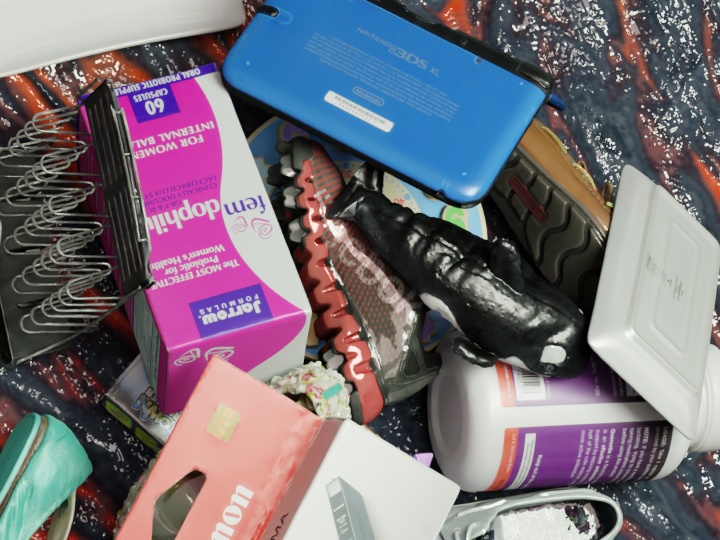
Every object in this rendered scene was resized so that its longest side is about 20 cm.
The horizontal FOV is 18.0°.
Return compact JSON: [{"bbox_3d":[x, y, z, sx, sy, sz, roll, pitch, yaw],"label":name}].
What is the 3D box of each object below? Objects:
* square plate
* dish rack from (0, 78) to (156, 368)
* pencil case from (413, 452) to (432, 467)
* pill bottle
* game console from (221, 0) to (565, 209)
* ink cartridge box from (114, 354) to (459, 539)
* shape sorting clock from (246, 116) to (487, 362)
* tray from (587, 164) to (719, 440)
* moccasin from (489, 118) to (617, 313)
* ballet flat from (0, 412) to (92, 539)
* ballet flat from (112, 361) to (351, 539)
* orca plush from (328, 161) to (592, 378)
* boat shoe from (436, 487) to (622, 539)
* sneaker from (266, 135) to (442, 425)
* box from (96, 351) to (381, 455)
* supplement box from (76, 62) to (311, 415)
[{"bbox_3d":[-0.201,-0.243,1.606,0.199,0.028,0.199,-14,81,-19],"label":"square plate"},{"bbox_3d":[-0.193,-0.032,1.471,0.054,0.200,0.154,-9,80,-29],"label":"dish rack"},{"bbox_3d":[0.007,0.221,1.493,0.084,0.085,0.201,-1,88,-55],"label":"pencil case"},{"bbox_3d":[0.153,0.093,1.585,0.199,0.112,0.113,-1,77,-17],"label":"pill bottle"},{"bbox_3d":[0.026,-0.124,1.564,0.200,0.118,0.171,27,64,11],"label":"game console"},{"bbox_3d":[-0.058,0.179,1.406,0.176,0.045,0.200,31,77,-18],"label":"ink cartridge box"},{"bbox_3d":[-0.005,-0.027,1.606,0.199,0.039,0.201,4,76,-16],"label":"shape sorting clock"},{"bbox_3d":[0.210,0.015,1.558,0.107,0.022,0.200,41,37,-19],"label":"tray"},{"bbox_3d":[0.141,-0.048,1.624,0.078,0.074,0.201,-16,55,-45],"label":"moccasin"},{"bbox_3d":[-0.236,0.189,1.474,0.070,0.067,0.200,39,71,-20],"label":"ballet flat"},{"bbox_3d":[-0.092,0.130,1.485,0.200,0.064,0.076,-42,85,9],"label":"ballet flat"},{"bbox_3d":[0.081,-0.011,1.498,0.200,0.071,0.105,47,45,7],"label":"orca plush"},{"bbox_3d":[0.086,0.188,1.562,0.200,0.072,0.070,-14,82,-16],"label":"boat shoe"},{"bbox_3d":[0.000,0.000,1.544,0.098,0.071,0.201,-17,85,-14],"label":"sneaker"},{"bbox_3d":[-0.069,0.115,1.555,0.200,0.035,0.110,42,70,-3],"label":"box"},{"bbox_3d":[-0.113,-0.021,1.509,0.101,0.103,0.201,-16,66,-15],"label":"supplement box"}]
